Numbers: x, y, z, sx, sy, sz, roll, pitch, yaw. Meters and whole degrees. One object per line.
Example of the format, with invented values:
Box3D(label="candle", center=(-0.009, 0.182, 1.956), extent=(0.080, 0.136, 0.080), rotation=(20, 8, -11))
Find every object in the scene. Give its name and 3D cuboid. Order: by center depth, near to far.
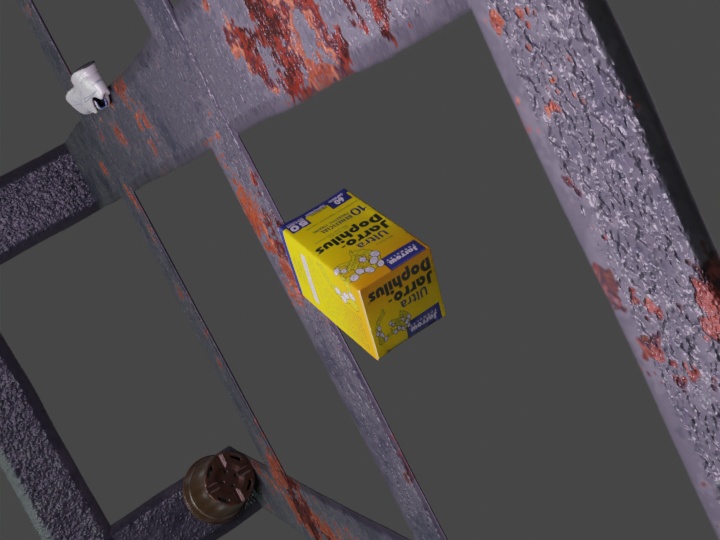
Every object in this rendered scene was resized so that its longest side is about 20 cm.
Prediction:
Box3D(label="supplement box", center=(0.000, 0.000, 1.403), extent=(0.199, 0.108, 0.111), rotation=(37, 151, 48))
Box3D(label="sneaker", center=(-0.577, -0.369, 2.402), extent=(0.088, 0.074, 0.200), rotation=(54, 162, 1))
Box3D(label="plant pot", center=(-0.394, 0.613, 3.223), extent=(0.202, 0.199, 0.198), rotation=(57, 153, 5))
